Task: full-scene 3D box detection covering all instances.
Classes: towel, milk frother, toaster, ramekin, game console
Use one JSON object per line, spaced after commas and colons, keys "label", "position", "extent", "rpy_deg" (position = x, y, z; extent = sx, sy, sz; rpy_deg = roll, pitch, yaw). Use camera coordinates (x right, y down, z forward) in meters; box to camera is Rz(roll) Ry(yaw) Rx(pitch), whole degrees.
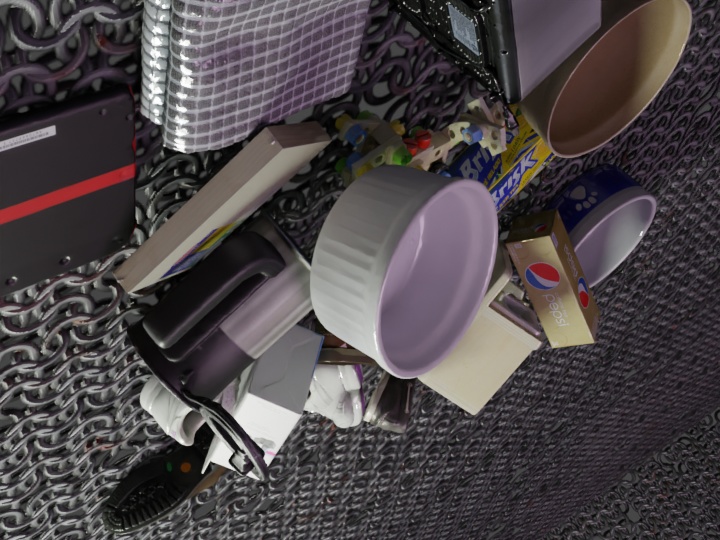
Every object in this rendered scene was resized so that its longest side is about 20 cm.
{"label": "towel", "position": [-0.074, -0.193, 0.849], "extent": [0.199, 0.086, 0.166], "rpy_deg": [-25, 149, -29]}
{"label": "milk frother", "position": [-0.102, 0.072, 1.049], "extent": [0.188, 0.200, 0.181], "rpy_deg": [-42, -178, 1]}
{"label": "toaster", "position": [0.102, -0.252, 0.889], "extent": [0.119, 0.181, 0.200], "rpy_deg": [-39, 152, -8]}
{"label": "ramekin", "position": [0.041, -0.006, 1.032], "extent": [0.200, 0.097, 0.201], "rpy_deg": [-34, 136, -41]}
{"label": "game console", "position": [-0.272, -0.056, 0.858], "extent": [0.199, 0.031, 0.177], "rpy_deg": [-25, 144, -31]}

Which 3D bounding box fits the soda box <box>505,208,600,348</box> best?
{"label": "soda box", "position": [0.275, 0.015, 1.502], "extent": [0.201, 0.067, 0.064], "rpy_deg": [62, 34, -29]}

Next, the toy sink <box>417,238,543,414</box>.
{"label": "toy sink", "position": [0.178, 0.077, 1.480], "extent": [0.200, 0.112, 0.131], "rpy_deg": [-53, -167, 19]}

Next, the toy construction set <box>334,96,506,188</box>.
{"label": "toy construction set", "position": [0.058, -0.129, 1.122], "extent": [0.199, 0.092, 0.132], "rpy_deg": [-16, 144, -22]}

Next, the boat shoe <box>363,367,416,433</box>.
{"label": "boat shoe", "position": [0.061, 0.136, 1.432], "extent": [0.201, 0.057, 0.067], "rpy_deg": [-64, -179, -41]}

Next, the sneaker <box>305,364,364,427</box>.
{"label": "sneaker", "position": [-0.046, 0.156, 1.414], "extent": [0.099, 0.075, 0.200], "rpy_deg": [-14, 150, -5]}

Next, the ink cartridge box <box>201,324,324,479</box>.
{"label": "ink cartridge box", "position": [-0.116, 0.160, 1.237], "extent": [0.200, 0.068, 0.116], "rpy_deg": [122, -12, -47]}

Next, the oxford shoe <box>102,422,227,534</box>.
{"label": "oxford shoe", "position": [-0.229, 0.268, 1.330], "extent": [0.199, 0.073, 0.085], "rpy_deg": [-33, 156, -15]}

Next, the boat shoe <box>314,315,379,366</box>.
{"label": "boat shoe", "position": [0.022, 0.083, 1.298], "extent": [0.072, 0.068, 0.199], "rpy_deg": [-6, 170, 37]}

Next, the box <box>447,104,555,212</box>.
{"label": "box", "position": [0.182, -0.143, 1.278], "extent": [0.200, 0.064, 0.070], "rpy_deg": [-45, 153, 5]}

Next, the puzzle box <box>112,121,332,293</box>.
{"label": "puzzle box", "position": [-0.122, -0.059, 0.956], "extent": [0.200, 0.025, 0.133], "rpy_deg": [-40, 178, 18]}

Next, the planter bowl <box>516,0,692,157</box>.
{"label": "planter bowl", "position": [0.230, -0.240, 1.124], "extent": [0.200, 0.135, 0.201], "rpy_deg": [-31, 151, -19]}

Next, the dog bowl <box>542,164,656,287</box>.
{"label": "dog bowl", "position": [0.345, -0.060, 1.596], "extent": [0.199, 0.079, 0.201], "rpy_deg": [-31, 151, -19]}

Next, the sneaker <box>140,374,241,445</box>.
{"label": "sneaker", "position": [-0.149, 0.106, 1.169], "extent": [0.200, 0.100, 0.075], "rpy_deg": [-48, 150, 8]}
